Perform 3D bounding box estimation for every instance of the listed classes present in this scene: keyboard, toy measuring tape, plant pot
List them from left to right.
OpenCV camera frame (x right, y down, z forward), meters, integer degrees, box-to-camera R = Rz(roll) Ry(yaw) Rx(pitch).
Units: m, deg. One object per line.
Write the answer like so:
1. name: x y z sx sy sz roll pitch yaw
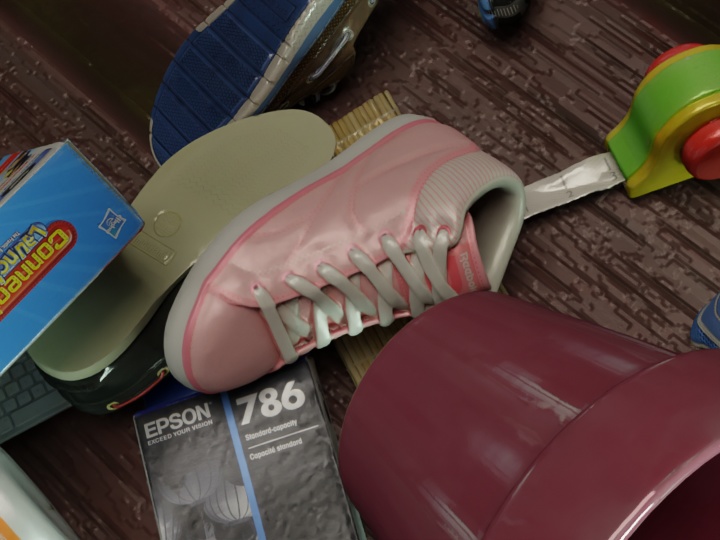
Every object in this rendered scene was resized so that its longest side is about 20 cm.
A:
1. keyboard: -0.144 0.040 0.851 0.200 0.011 0.056 -28 55 -3
2. plant pot: 0.092 0.103 0.690 0.200 0.200 0.179 -43 46 -11
3. toy measuring tape: 0.144 -0.073 0.820 0.200 0.074 0.074 -19 64 -2

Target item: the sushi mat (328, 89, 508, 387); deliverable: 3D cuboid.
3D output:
1. sushi mat: 0.017 -0.002 0.845 0.096 0.012 0.200 -26 64 -5

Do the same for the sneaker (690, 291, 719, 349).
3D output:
1. sneaker: 0.223 0.090 0.743 0.077 0.076 0.200 -31 69 44

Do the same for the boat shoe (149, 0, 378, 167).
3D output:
1. boat shoe: -0.038 -0.126 0.874 0.200 0.072 0.072 -49 55 15

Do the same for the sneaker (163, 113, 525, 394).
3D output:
1. sneaker: 0.000 0.000 0.776 0.200 0.075 0.105 -40 44 -21

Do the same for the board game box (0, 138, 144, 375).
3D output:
1. board game box: -0.214 0.027 0.777 0.056 0.196 0.200 46 77 -16

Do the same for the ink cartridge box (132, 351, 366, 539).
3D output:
1. ink cartridge box: -0.054 0.117 0.789 0.099 0.039 0.200 -19 63 2

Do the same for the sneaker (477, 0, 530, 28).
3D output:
1. sneaker: 0.126 -0.223 0.896 0.083 0.071 0.200 25 69 26

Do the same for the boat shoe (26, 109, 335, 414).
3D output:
1. boat shoe: -0.090 -0.008 0.825 0.074 0.063 0.201 37 72 27

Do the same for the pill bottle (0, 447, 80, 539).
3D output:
1. pill bottle: -0.236 0.176 0.753 0.200 0.110 0.110 -41 65 -10
